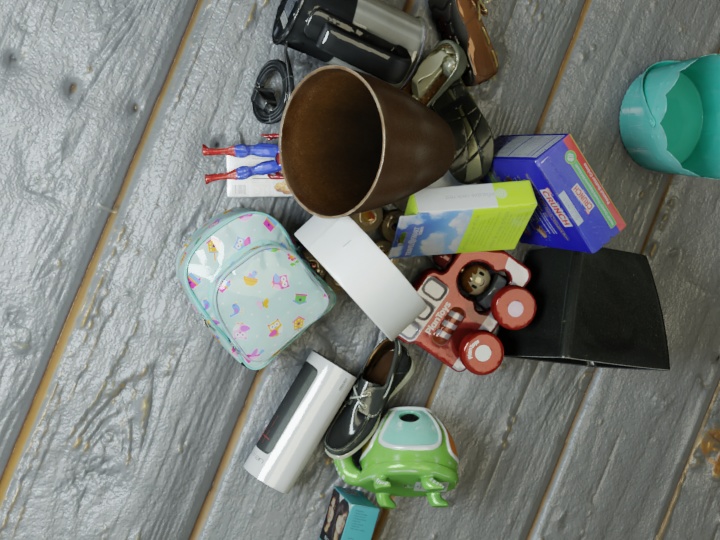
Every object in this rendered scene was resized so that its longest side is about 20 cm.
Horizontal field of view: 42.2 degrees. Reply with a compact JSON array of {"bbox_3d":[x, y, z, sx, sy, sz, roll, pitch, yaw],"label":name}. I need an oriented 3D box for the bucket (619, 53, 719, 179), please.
[{"bbox_3d":[0.531,-0.248,1.512,0.206,0.135,0.209,-3,99,-22],"label":"bucket"}]

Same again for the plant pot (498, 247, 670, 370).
[{"bbox_3d":[0.347,0.057,1.462,0.199,0.199,0.179,7,83,-22],"label":"plant pot"}]

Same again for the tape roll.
[{"bbox_3d":[0.000,0.000,1.277,0.071,0.202,0.203,-42,110,-1],"label":"tape roll"}]

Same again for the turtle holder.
[{"bbox_3d":[0.057,0.282,1.412,0.141,0.185,0.132,42,43,-50],"label":"turtle holder"}]

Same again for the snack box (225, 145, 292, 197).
[{"bbox_3d":[-0.090,-0.141,1.321,0.199,0.024,0.072,-1,97,-7],"label":"snack box"}]

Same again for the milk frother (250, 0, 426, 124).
[{"bbox_3d":[-0.036,-0.287,1.304,0.187,0.181,0.200,19,133,-22],"label":"milk frother"}]

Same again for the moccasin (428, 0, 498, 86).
[{"bbox_3d":[0.157,-0.378,1.384,0.078,0.074,0.202,-30,104,-24],"label":"moccasin"}]

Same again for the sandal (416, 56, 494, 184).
[{"bbox_3d":[0.144,-0.228,1.397,0.079,0.057,0.202,-20,84,6],"label":"sandal"}]

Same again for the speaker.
[{"bbox_3d":[-0.088,0.222,1.366,0.081,0.081,0.201,33,85,-22],"label":"speaker"}]

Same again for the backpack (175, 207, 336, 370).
[{"bbox_3d":[-0.150,0.016,1.279,0.176,0.153,0.200,-39,102,-7],"label":"backpack"}]

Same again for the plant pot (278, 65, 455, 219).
[{"bbox_3d":[0.028,-0.165,1.224,0.199,0.186,0.188,-6,100,-47],"label":"plant pot"}]

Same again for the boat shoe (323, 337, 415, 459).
[{"bbox_3d":[0.005,0.186,1.383,0.200,0.072,0.068,-53,144,-21],"label":"boat shoe"}]

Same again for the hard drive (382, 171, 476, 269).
[{"bbox_3d":[0.111,-0.109,1.427,0.132,0.026,0.200,-48,110,-9],"label":"hard drive"}]

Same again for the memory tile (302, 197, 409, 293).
[{"bbox_3d":[-0.001,-0.058,1.378,0.153,0.017,0.201,20,97,-19],"label":"memory tile"}]

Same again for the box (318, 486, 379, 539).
[{"bbox_3d":[-0.034,0.439,1.414,0.049,0.082,0.201,16,91,-22],"label":"box"}]

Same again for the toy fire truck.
[{"bbox_3d":[0.158,0.050,1.415,0.167,0.112,0.201,33,95,-13],"label":"toy fire truck"}]

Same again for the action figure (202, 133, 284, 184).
[{"bbox_3d":[-0.115,-0.155,1.280,0.199,0.052,0.066,-5,101,-11],"label":"action figure"}]

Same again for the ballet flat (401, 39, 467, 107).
[{"bbox_3d":[0.073,-0.253,1.351,0.067,0.064,0.200,44,97,18],"label":"ballet flat"}]

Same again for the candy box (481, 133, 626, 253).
[{"bbox_3d":[0.274,-0.118,1.395,0.077,0.200,0.169,-40,109,-12],"label":"candy box"}]

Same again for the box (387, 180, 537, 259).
[{"bbox_3d":[0.140,-0.071,1.340,0.199,0.122,0.048,-5,61,-11],"label":"box"}]
